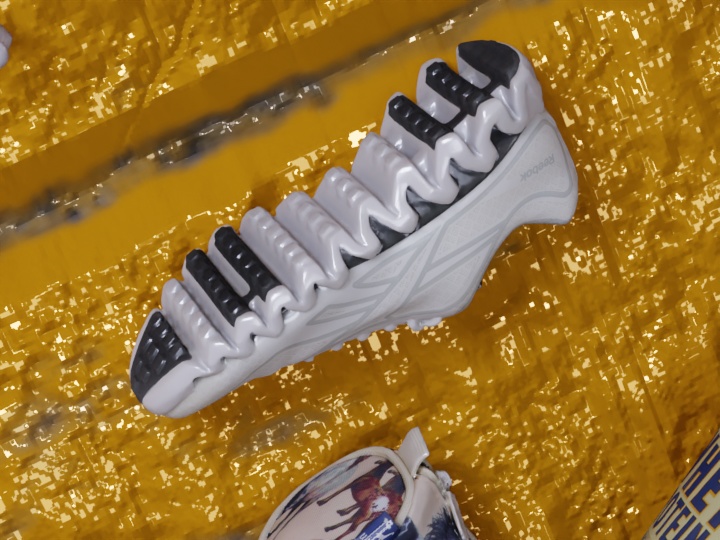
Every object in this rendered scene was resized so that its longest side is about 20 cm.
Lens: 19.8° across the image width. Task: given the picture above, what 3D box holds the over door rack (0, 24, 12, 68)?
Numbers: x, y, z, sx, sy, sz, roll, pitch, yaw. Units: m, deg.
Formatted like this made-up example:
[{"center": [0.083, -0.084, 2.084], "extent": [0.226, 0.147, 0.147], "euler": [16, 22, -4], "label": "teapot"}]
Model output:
[{"center": [-0.241, -0.064, 0.721], "extent": [0.200, 0.067, 0.148], "euler": [-41, 113, 3], "label": "over door rack"}]

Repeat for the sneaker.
[{"center": [0.000, 0.000, 0.804], "extent": [0.199, 0.075, 0.081], "euler": [-36, 123, 1], "label": "sneaker"}]

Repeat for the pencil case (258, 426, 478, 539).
[{"center": [0.049, 0.161, 0.867], "extent": [0.089, 0.078, 0.200], "euler": [-35, 114, 16], "label": "pencil case"}]

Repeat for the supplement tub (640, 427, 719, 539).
[{"center": [0.205, 0.109, 0.850], "extent": [0.144, 0.144, 0.201], "euler": [30, 100, -21], "label": "supplement tub"}]
